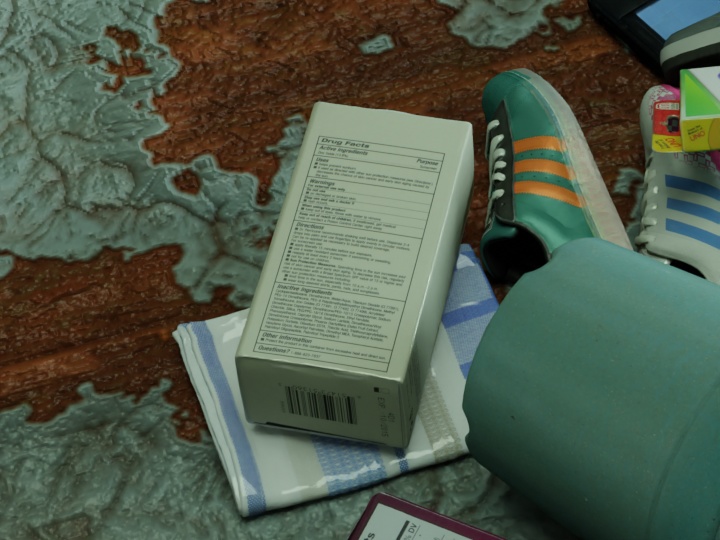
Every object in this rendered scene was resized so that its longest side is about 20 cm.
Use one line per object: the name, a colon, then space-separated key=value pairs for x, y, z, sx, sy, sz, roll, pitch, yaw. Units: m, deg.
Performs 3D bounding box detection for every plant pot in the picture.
plant pot: x=0.174 y=0.087 z=1.376 sx=0.196 sy=0.200 sz=0.200 roll=28 pitch=59 yaw=33

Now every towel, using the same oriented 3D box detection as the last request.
towel: x=-0.001 y=0.063 z=1.502 sx=0.200 sy=0.024 sz=0.147 roll=-15 pitch=53 yaw=-8

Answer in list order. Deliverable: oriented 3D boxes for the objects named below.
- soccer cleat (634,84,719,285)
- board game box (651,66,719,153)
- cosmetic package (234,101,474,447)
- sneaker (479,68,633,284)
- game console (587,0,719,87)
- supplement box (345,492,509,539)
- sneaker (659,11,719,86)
soccer cleat: x=0.197 y=-0.035 z=1.537 sx=0.086 sy=0.070 sz=0.200 roll=-23 pitch=49 yaw=1
board game box: x=0.273 y=-0.102 z=1.487 sx=0.200 sy=0.030 sz=0.096 roll=-7 pitch=21 yaw=10
cosmetic package: x=0.000 y=0.000 z=1.491 sx=0.105 sy=0.071 sz=0.200 roll=9 pitch=53 yaw=11
sneaker: x=0.105 y=-0.044 z=1.548 sx=0.080 sy=0.071 sz=0.200 roll=-14 pitch=53 yaw=-12
game console: x=0.272 y=-0.196 z=1.627 sx=0.176 sy=0.116 sz=0.200 roll=-31 pitch=56 yaw=-19
supplement box: x=0.078 y=0.220 z=1.305 sx=0.200 sy=0.131 sz=0.103 roll=19 pitch=56 yaw=19
sneaker: x=0.273 y=-0.198 z=1.566 sx=0.200 sy=0.084 sz=0.121 roll=-18 pitch=70 yaw=13
